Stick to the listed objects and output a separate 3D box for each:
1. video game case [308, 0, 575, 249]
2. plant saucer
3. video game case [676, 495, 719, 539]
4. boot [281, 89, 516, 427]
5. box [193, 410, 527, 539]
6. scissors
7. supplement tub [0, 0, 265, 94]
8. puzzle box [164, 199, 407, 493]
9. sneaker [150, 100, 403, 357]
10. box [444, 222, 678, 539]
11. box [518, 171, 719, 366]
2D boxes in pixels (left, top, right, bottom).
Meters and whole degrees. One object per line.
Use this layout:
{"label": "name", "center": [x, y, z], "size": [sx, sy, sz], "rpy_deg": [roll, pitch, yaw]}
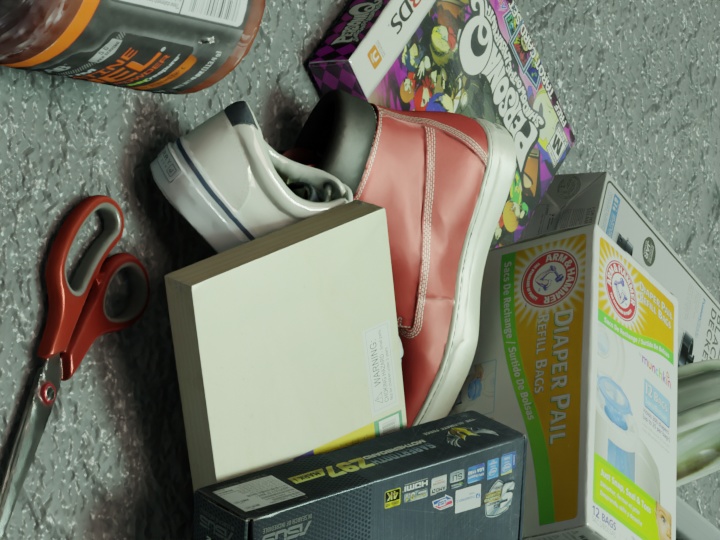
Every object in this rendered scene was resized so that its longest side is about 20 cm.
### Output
{"label": "video game case", "center": [0.055, -0.103, 1.643], "size": [0.181, 0.036, 0.200], "rpy_deg": [-57, 132, -40]}
{"label": "plant saucer", "center": [0.197, 0.100, 1.705], "size": [0.200, 0.200, 0.050], "rpy_deg": [4, 60, -56]}
{"label": "video game case", "center": [0.265, 0.228, 1.751], "size": [0.022, 0.200, 0.182], "rpy_deg": [-47, 159, -11]}
{"label": "boot", "center": [0.000, 0.000, 1.537], "size": [0.144, 0.072, 0.200], "rpy_deg": [9, 96, -31]}
{"label": "box", "center": [0.000, 0.174, 1.422], "size": [0.200, 0.051, 0.158], "rpy_deg": [-12, 114, -38]}
{"label": "scissors", "center": [-0.159, 0.047, 1.328], "size": [0.200, 0.014, 0.073], "rpy_deg": [-61, 137, -38]}
{"label": "supplement tub", "center": [-0.141, -0.146, 1.287], "size": [0.200, 0.107, 0.107], "rpy_deg": [6, 82, -55]}
{"label": "puzzle box", "center": [-0.034, 0.076, 1.413], "size": [0.133, 0.025, 0.200], "rpy_deg": [-22, 118, -36]}
{"label": "sneaker", "center": [-0.027, -0.013, 1.444], "size": [0.200, 0.071, 0.073], "rpy_deg": [45, 13, -37]}
{"label": "box", "center": [0.119, 0.089, 1.573], "size": [0.112, 0.101, 0.200], "rpy_deg": [39, 46, -45]}
{"label": "box", "center": [0.173, 0.032, 1.786], "size": [0.200, 0.060, 0.117], "rpy_deg": [46, 51, -45]}
